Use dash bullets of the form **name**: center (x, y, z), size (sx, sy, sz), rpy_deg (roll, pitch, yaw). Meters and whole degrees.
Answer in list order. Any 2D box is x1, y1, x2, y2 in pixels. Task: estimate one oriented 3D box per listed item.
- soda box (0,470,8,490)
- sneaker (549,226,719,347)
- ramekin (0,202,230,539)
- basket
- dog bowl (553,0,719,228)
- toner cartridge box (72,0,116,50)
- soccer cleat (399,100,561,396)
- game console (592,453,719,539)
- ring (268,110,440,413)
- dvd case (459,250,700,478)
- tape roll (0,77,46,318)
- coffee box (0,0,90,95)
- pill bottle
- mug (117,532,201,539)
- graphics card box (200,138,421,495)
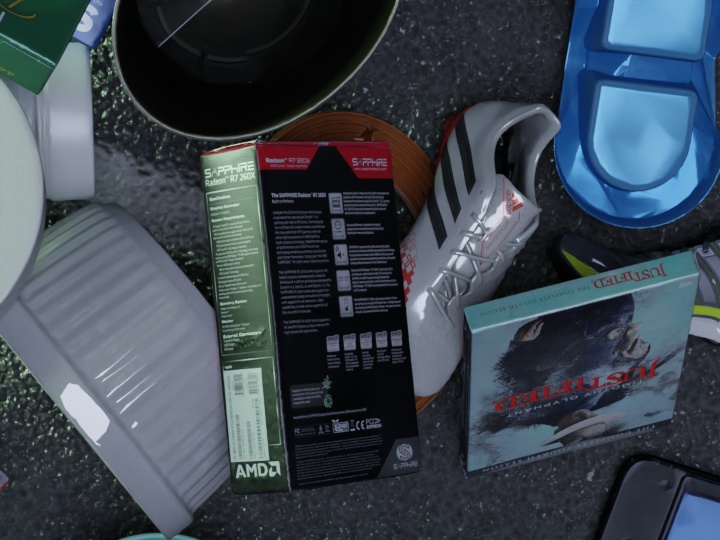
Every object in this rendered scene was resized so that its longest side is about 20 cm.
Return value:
- **soda box**: center (-0.302, 0.080, 1.382), size (0.200, 0.063, 0.070), rpy_deg (47, 48, -2)
- **sneaker**: center (0.216, 0.003, 1.543), size (0.199, 0.074, 0.081), rpy_deg (16, 90, -17)
- **ramekin**: center (-0.138, 0.053, 1.438), size (0.105, 0.200, 0.200), rpy_deg (-39, 103, -8)
- **basket**: center (-0.070, -0.166, 1.396), size (0.180, 0.200, 0.136), rpy_deg (-42, 104, 0)
- **dog bowl**: center (0.179, -0.129, 1.515), size (0.111, 0.050, 0.201), rpy_deg (6, 100, -9)
- **toner cartridge box**: center (-0.238, -0.199, 1.422), size (0.200, 0.095, 0.043), rpy_deg (27, 95, -12)
- **soccer cleat**: center (0.068, -0.018, 1.465), size (0.069, 0.085, 0.200), rpy_deg (36, 62, -33)
- **game console**: center (0.248, 0.236, 1.561), size (0.199, 0.119, 0.173), rpy_deg (18, 98, -11)
- **ring**: center (0.000, 0.000, 1.473), size (0.200, 0.019, 0.201), rpy_deg (6, 81, -42)
- **dvd case**: center (0.133, 0.062, 1.489), size (0.146, 0.200, 0.022), rpy_deg (-14, 61, -7)
- **tape roll**: center (-0.276, -0.040, 1.342), size (0.202, 0.037, 0.204), rpy_deg (1, 79, -6)
- **coffee box**: center (-0.192, -0.212, 1.364), size (0.123, 0.044, 0.200), rpy_deg (27, 62, -12)
- **pill bottle**: center (-0.260, -0.086, 1.432), size (0.199, 0.113, 0.114), rpy_deg (-2, 101, -7)
- **mug**: center (-0.129, 0.270, 1.493), size (0.151, 0.115, 0.186), rpy_deg (10, 61, 2)
- **graphics card box**: center (-0.027, 0.026, 1.390), size (0.051, 0.125, 0.201), rpy_deg (-9, 87, 38)
